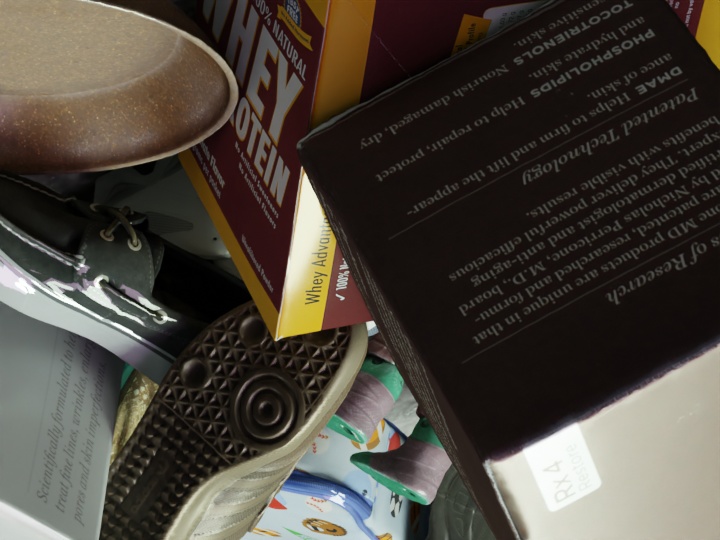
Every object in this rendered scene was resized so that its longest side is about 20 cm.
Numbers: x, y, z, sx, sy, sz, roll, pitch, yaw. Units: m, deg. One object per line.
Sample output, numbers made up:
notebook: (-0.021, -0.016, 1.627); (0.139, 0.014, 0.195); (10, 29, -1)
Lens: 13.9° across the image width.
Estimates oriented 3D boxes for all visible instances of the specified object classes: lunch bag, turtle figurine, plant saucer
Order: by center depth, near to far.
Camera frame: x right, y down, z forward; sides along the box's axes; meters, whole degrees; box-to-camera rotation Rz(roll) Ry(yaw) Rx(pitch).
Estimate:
plant saucer: (-0.152, -0.093, 1.266); (0.200, 0.037, 0.200); (-1, 160, 0)
turtle figurine: (0.054, 0.009, 1.460); (0.150, 0.101, 0.200); (41, 74, -25)
lunch bag: (-0.047, 0.120, 1.633); (0.160, 0.076, 0.200); (6, 158, 16)

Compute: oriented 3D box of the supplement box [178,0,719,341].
supplement box: (0.041, -0.098, 1.304); (0.199, 0.133, 0.198); (-10, 134, -21)

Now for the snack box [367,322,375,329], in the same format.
snack box: (0.049, -0.043, 1.424); (0.200, 0.072, 0.024); (-33, 141, -32)

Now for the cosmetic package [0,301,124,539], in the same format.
cosmetic package: (-0.235, 0.093, 1.380); (0.165, 0.165, 0.200); (32, 125, -23)

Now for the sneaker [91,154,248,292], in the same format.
sneaker: (-0.045, -0.033, 1.436); (0.200, 0.089, 0.074); (-31, 148, 11)

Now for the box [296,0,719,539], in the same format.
box: (0.101, 0.019, 1.202); (0.164, 0.200, 0.166); (-28, 139, -3)

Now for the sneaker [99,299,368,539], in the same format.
sneaker: (-0.063, 0.082, 1.372); (0.200, 0.070, 0.075); (-46, 160, 17)

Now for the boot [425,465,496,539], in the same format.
boot: (0.096, 0.108, 1.614); (0.151, 0.073, 0.200); (-52, 167, -47)

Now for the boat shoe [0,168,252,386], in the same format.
boat shoe: (-0.112, -0.002, 1.360); (0.200, 0.069, 0.057); (33, 118, -33)

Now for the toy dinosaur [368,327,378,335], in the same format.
toy dinosaur: (0.000, 0.000, 1.564); (0.181, 0.200, 0.105); (-23, 122, -49)

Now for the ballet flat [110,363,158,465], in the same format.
ballet flat: (-0.125, 0.111, 1.471); (0.200, 0.065, 0.070); (-55, -172, -19)
